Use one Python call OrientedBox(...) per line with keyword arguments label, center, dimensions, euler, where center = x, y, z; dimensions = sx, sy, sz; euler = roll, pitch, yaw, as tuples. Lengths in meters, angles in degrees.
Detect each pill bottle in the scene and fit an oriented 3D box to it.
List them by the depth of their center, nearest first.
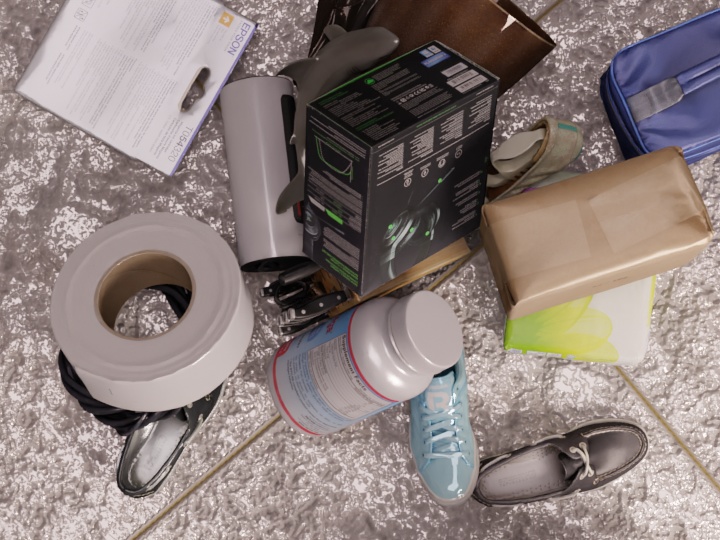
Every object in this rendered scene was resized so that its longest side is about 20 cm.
OrientedBox(label="pill bottle", center=(0.005, 0.092, 1.624), dimensions=(0.200, 0.109, 0.109), euler=(-28, 86, 39))

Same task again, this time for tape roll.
OrientedBox(label="tape roll", center=(-0.213, 0.042, 1.626), dimensions=(0.202, 0.071, 0.203), euler=(-4, 60, 6))

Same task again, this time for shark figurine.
OrientedBox(label="shark figurine", center=(-0.053, -0.173, 1.622), dimensions=(0.128, 0.089, 0.215), euler=(46, 120, 40))

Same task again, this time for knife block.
OrientedBox(label="knife block", center=(0.000, 0.000, 1.633), dimensions=(0.200, 0.176, 0.064), euler=(-26, 87, 14))

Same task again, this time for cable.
OrientedBox(label="cable", center=(-0.243, 0.078, 1.673), dimensions=(0.163, 0.051, 0.200), euler=(4, 65, 6))

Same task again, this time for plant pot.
OrientedBox(label="plant pot", center=(0.070, -0.218, 1.662), dimensions=(0.187, 0.187, 0.200), euler=(41, 105, 3))

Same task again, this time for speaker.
OrientedBox(label="speaker", center=(-0.100, -0.099, 1.682), dimensions=(0.081, 0.081, 0.200), euler=(-7, 78, 2))

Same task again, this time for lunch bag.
OrientedBox(label="lunch bag", center=(0.359, -0.191, 1.659), dimensions=(0.200, 0.132, 0.136), euler=(-24, 87, 1))

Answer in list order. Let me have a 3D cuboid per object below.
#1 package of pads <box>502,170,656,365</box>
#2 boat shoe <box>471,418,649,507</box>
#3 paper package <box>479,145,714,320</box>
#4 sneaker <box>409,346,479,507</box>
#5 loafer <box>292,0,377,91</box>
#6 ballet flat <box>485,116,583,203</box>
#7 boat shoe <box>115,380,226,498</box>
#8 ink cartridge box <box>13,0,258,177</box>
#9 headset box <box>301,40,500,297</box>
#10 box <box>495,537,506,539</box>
OrientedBox(label="package of pads", center=(0.238, -0.004, 1.687), dimensions=(0.154, 0.068, 0.200), euler=(7, 88, 3))
OrientedBox(label="boat shoe", center=(0.211, 0.206, 1.681), dimensions=(0.200, 0.060, 0.074), euler=(-12, 88, 2))
OrientedBox(label="paper package", center=(0.226, -0.032, 1.559), dimensions=(0.200, 0.191, 0.104), euler=(-18, 82, 2))
OrientedBox(label="sneaker", center=(0.079, 0.144, 1.655), dimensions=(0.074, 0.082, 0.200), euler=(-10, 69, 9))
OrientedBox(label="loafer", center=(-0.018, -0.271, 1.713), dimensions=(0.071, 0.073, 0.200), euler=(32, 86, 15))
OrientedBox(label="ballet flat", center=(0.142, -0.104, 1.653), dimensions=(0.200, 0.062, 0.068), euler=(-36, 54, 33))
OrientedBox(label="boat shoe", center=(-0.200, 0.153, 1.697), dimensions=(0.076, 0.060, 0.200), euler=(22, 88, 5))
OrientedBox(label="ink cartridge box", center=(-0.242, -0.229, 1.726), dimensions=(0.200, 0.043, 0.197), euler=(30, 87, 1))
OrientedBox(label="headset box", center=(0.037, -0.094, 1.550), dimensions=(0.174, 0.200, 0.093), euler=(-31, 51, -32))
OrientedBox(label="box", center=(0.217, 0.397, 1.598), dimensions=(0.199, 0.131, 0.200), euler=(19, 88, -29))
